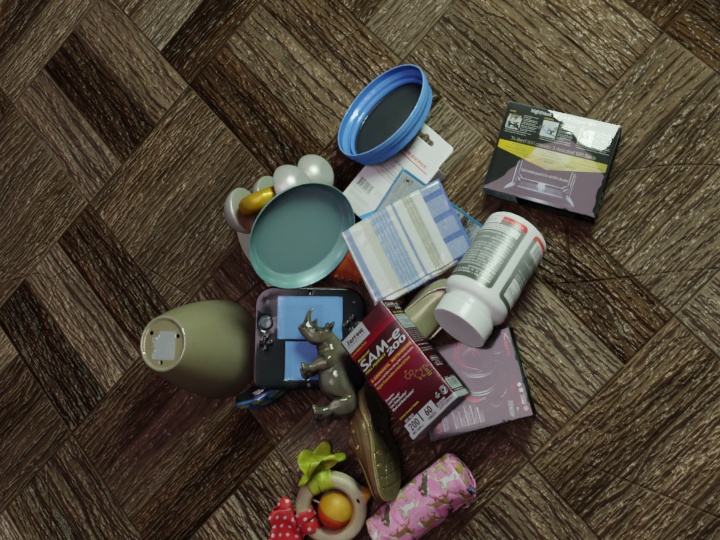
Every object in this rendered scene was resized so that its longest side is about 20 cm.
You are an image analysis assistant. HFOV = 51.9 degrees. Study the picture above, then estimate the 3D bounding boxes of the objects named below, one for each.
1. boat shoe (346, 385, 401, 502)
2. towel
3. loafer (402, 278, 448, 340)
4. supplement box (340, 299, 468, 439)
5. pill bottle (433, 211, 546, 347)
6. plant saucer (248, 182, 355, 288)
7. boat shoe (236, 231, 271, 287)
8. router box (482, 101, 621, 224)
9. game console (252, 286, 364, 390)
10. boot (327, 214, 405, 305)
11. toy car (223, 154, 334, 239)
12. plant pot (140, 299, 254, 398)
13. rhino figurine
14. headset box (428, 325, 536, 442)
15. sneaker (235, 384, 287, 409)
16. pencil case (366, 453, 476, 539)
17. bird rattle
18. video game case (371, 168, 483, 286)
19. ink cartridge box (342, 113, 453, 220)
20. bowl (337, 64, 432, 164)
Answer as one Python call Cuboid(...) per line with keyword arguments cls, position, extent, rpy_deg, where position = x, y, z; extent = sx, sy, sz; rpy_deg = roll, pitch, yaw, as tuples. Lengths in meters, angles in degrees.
Cuboid(cls="boat shoe", position=(0.018, 0.303, 1.271), extent=(0.067, 0.071, 0.203), rpy_deg=(-35, 52, 30))
Cuboid(cls="towel", position=(0.080, -0.045, 1.260), extent=(0.197, 0.024, 0.149), rpy_deg=(-29, 92, -2))
Cuboid(cls="loafer", position=(0.099, 0.094, 1.275), extent=(0.199, 0.069, 0.076), rpy_deg=(-40, 109, 17))
Cuboid(cls="supplement box", position=(0.070, 0.158, 1.208), extent=(0.109, 0.061, 0.201), rpy_deg=(-46, 69, 18))
Cuboid(cls="pill bottle", position=(0.208, 0.015, 1.203), extent=(0.113, 0.115, 0.201), rpy_deg=(29, 69, 19))
Cuboid(cls="plant saucer", position=(-0.102, -0.062, 1.260), extent=(0.201, 0.199, 0.027), rpy_deg=(-49, 42, 5))
Cuboid(cls="boat shoe", position=(-0.178, -0.041, 1.414), extent=(0.061, 0.073, 0.202), rpy_deg=(-20, 62, -30))
Cuboid(cls="router box", position=(0.324, -0.185, 1.258), extent=(0.196, 0.052, 0.161), rpy_deg=(18, 88, 20))
Cuboid(cls="game console", position=(-0.090, 0.120, 1.310), extent=(0.195, 0.031, 0.181), rpy_deg=(1, 82, -5))
Cuboid(cls="boot", position=(0.000, 0.000, 1.338), extent=(0.107, 0.075, 0.201), rpy_deg=(-43, 68, 17))
Cuboid(cls="toy car", position=(-0.131, -0.107, 1.336), extent=(0.173, 0.200, 0.152), rpy_deg=(-20, 99, 32))
Cuboid(cls="plant pot", position=(-0.304, 0.138, 1.346), extent=(0.183, 0.200, 0.192), rpy_deg=(-3, 81, 17))
Cuboid(cls="rhino figurine", position=(-0.060, 0.164, 1.271), extent=(0.086, 0.060, 0.205), rpy_deg=(-13, 86, -14))
Cuboid(cls="headset box", position=(0.179, 0.193, 1.241), extent=(0.196, 0.075, 0.152), rpy_deg=(-17, 78, 16))
Cuboid(cls="sneaker", position=(-0.154, 0.179, 1.361), extent=(0.200, 0.071, 0.083), rpy_deg=(-45, 70, 1))
Cuboid(cls="pencil case", position=(0.102, 0.396, 1.235), extent=(0.199, 0.083, 0.087), rpy_deg=(-40, 56, 9))
Cuboid(cls="bird rattle", position=(-0.069, 0.413, 1.284), extent=(0.160, 0.113, 0.204), rpy_deg=(23, 93, 4))
Cuboid(cls="video game case", position=(0.114, -0.060, 1.285), extent=(0.198, 0.018, 0.144), rpy_deg=(34, 94, -6))
Cuboid(cls="ink cartridge box", position=(0.071, -0.165, 1.332), extent=(0.116, 0.068, 0.201), rpy_deg=(43, 97, 19))
Cuboid(cls="bowl", position=(0.045, -0.276, 1.321), extent=(0.198, 0.039, 0.204), rpy_deg=(-29, 41, 28))
